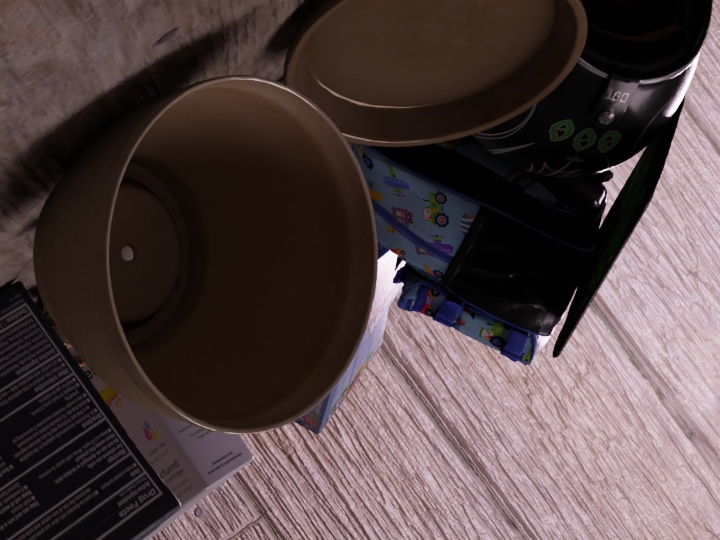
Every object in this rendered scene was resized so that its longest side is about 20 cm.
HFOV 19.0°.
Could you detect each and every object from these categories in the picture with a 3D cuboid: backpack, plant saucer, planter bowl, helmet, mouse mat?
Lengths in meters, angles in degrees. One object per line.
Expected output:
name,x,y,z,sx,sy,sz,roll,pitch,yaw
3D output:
backpack,0.075,-0.041,1.611,0.183,0.199,0.135,-63,176,-68
plant saucer,0.047,-0.146,1.378,0.198,0.030,0.201,-8,151,-5
planter bowl,-0.106,-0.009,1.250,0.134,0.201,0.200,1,-152,48
helmet,0.145,-0.165,1.532,0.200,0.200,0.191,-36,176,-29
mouse mat,0.190,-0.042,1.546,0.162,0.007,0.200,-63,-179,33

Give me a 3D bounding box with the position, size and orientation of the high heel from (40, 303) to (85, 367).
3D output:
high heel,-0.242,0.066,1.690,0.143,0.071,0.200,-45,-176,16

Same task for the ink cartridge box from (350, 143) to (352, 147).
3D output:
ink cartridge box,-0.064,-0.018,1.779,0.201,0.084,0.144,-63,169,19

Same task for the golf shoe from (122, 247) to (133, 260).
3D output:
golf shoe,-0.129,-0.051,1.402,0.200,0.077,0.088,-43,167,-41

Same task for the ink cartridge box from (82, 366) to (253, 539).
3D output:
ink cartridge box,-0.210,0.127,1.851,0.145,0.201,0.084,-38,174,32

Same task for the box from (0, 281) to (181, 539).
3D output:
box,-0.269,0.150,1.476,0.200,0.199,0.123,-34,176,-45

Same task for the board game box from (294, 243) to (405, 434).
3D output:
board game box,0.000,0.000,1.737,0.200,0.061,0.200,-54,167,-29
